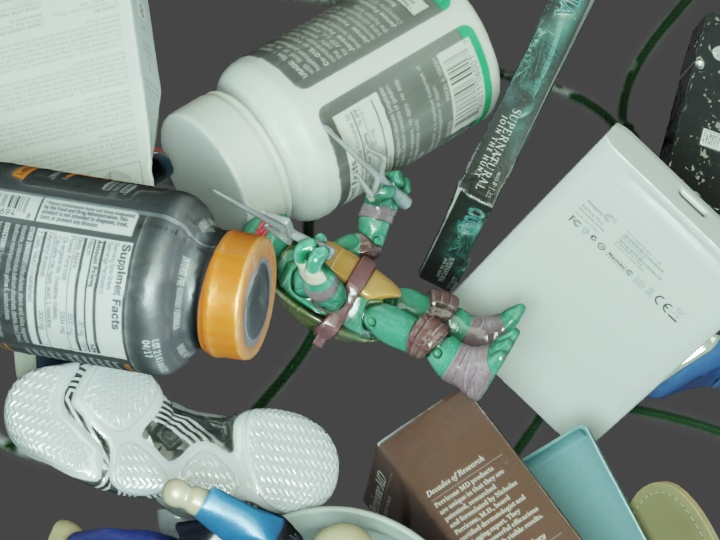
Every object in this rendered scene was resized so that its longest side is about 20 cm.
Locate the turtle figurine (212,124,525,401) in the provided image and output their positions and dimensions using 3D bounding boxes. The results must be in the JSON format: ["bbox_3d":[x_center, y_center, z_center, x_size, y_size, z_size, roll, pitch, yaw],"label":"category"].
[{"bbox_3d":[0.000,0.000,1.651,0.199,0.101,0.150,31,35,-3],"label":"turtle figurine"}]

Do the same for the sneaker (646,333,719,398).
[{"bbox_3d":[0.281,0.068,1.791,0.199,0.077,0.112,-23,86,-17],"label":"sneaker"}]

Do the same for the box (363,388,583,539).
[{"bbox_3d":[0.089,0.180,1.654,0.075,0.100,0.200,-30,70,-18],"label":"box"}]

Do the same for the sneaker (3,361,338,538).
[{"bbox_3d":[-0.121,0.113,1.622,0.199,0.115,0.076,13,68,-15],"label":"sneaker"}]

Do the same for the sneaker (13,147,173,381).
[{"bbox_3d":[-0.153,0.011,1.657,0.084,0.075,0.201,-3,69,18],"label":"sneaker"}]

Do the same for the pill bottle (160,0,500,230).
[{"bbox_3d":[-0.019,-0.101,1.733,0.199,0.113,0.113,-31,83,-25],"label":"pill bottle"}]

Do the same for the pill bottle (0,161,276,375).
[{"bbox_3d":[-0.150,0.001,1.558,0.199,0.106,0.107,10,66,13],"label":"pill bottle"}]

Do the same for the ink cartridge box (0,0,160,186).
[{"bbox_3d":[-0.197,-0.072,1.664,0.159,0.047,0.201,-12,75,11],"label":"ink cartridge box"}]

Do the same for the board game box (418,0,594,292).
[{"bbox_3d":[0.099,-0.097,1.757,0.028,0.135,0.201,26,66,2],"label":"board game box"}]

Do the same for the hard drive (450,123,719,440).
[{"bbox_3d":[0.148,0.014,1.701,0.132,0.200,0.027,43,44,1],"label":"hard drive"}]

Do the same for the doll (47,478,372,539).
[{"bbox_3d":[-0.083,0.168,1.559,0.137,0.199,0.049,67,31,-31],"label":"doll"}]

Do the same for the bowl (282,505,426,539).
[{"bbox_3d":[0.006,0.232,1.612,0.202,0.201,0.090,62,24,9],"label":"bowl"}]

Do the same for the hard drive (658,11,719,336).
[{"bbox_3d":[0.257,-0.051,1.759,0.139,0.038,0.201,19,68,-6],"label":"hard drive"}]

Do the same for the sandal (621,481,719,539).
[{"bbox_3d":[0.229,0.227,1.706,0.069,0.077,0.213,-14,81,-51],"label":"sandal"}]

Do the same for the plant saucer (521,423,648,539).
[{"bbox_3d":[0.160,0.196,1.693,0.019,0.070,0.201,-10,69,-60],"label":"plant saucer"}]

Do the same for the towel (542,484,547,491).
[{"bbox_3d":[0.164,0.239,1.719,0.199,0.031,0.150,33,64,-4],"label":"towel"}]
